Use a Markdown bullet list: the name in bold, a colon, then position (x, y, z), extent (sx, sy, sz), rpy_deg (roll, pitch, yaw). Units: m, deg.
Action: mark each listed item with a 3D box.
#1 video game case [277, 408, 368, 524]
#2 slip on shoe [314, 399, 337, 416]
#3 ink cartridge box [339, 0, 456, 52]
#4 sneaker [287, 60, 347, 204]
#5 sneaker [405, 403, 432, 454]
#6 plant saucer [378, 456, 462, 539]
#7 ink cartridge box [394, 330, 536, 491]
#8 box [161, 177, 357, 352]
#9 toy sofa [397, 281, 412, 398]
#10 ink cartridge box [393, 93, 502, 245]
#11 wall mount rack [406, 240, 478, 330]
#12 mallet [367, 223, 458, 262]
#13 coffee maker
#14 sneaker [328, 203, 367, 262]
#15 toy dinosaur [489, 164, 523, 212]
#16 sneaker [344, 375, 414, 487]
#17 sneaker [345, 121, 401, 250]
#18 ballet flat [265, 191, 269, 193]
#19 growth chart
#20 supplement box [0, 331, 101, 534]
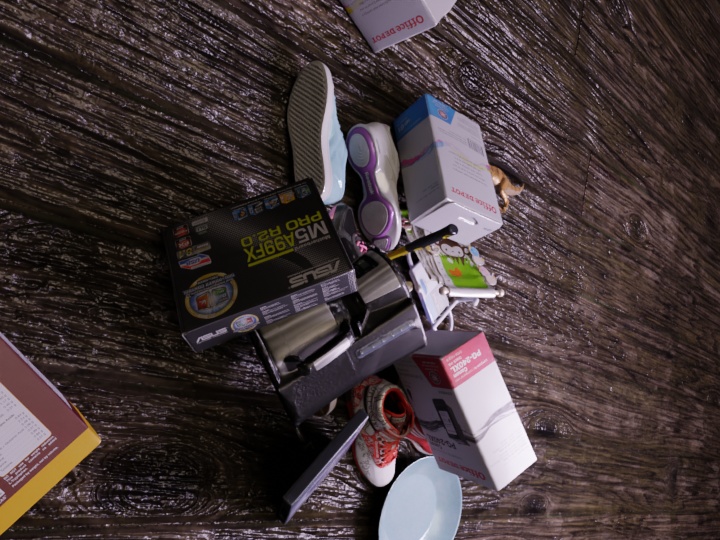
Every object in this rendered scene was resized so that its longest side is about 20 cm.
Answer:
- **video game case**: position (-0.055, 0.272, 0.747), extent (0.019, 0.201, 0.143), rpy_deg (39, 61, 14)
- **slip on shoe**: position (-0.066, 0.110, 0.796), extent (0.060, 0.075, 0.203), rpy_deg (-26, 104, -52)
- **ink cartridge box**: position (0.045, -0.466, 0.810), extent (0.200, 0.146, 0.147), rpy_deg (48, 63, -29)
- **sneaker**: position (-0.056, -0.195, 0.800), extent (0.082, 0.073, 0.204), rpy_deg (1, 90, -61)
- **sneaker**: position (0.138, 0.281, 0.928), extent (0.199, 0.115, 0.079), rpy_deg (26, 76, -35)
- **plant saucer**: position (0.097, 0.419, 0.950), extent (0.199, 0.038, 0.205), rpy_deg (-2, 94, -38)
- **ink cartridge box**: position (0.143, 0.194, 0.787), extent (0.083, 0.145, 0.202), rpy_deg (-26, 96, -26)
- **box**: position (-0.122, -0.014, 0.648), extent (0.197, 0.161, 0.045), rpy_deg (-20, 144, -7)
- **toy sofa**: position (0.079, 0.110, 0.898), extent (0.097, 0.082, 0.202), rpy_deg (-33, 111, -31)
- **ink cartridge box**: position (0.140, -0.158, 0.887), extent (0.143, 0.084, 0.203), rpy_deg (16, 56, -38)
- **wall mount rack**: position (0.130, 0.043, 0.927), extent (0.174, 0.074, 0.202), rpy_deg (-41, 116, -44)
- **mallet**: position (0.074, -0.029, 0.820), extent (0.065, 0.198, 0.042), rpy_deg (14, 67, -42)
- **coffee maker**: position (-0.027, 0.095, 0.707), extent (0.198, 0.135, 0.194), rpy_deg (-27, 138, -15)
- **sneaker**: position (0.000, 0.000, 0.807), extent (0.079, 0.094, 0.204), rpy_deg (-9, 93, -69)
- **toy dinosaur**: position (0.268, -0.162, 1.051), extent (0.198, 0.060, 0.108), rpy_deg (24, 76, -36)
- **sneaker**: position (0.038, 0.261, 0.854), extent (0.067, 0.107, 0.205), rpy_deg (-20, 104, -35)
- **sneaker**: position (0.039, -0.133, 0.863), extent (0.099, 0.074, 0.203), rpy_deg (-33, 120, -50)
- **ballet flat**: position (-0.150, -0.009, 0.734), extent (0.072, 0.072, 0.202), rpy_deg (39, 69, -32)
- **growth chart**: position (0.142, -0.030, 0.899), extent (0.143, 0.018, 0.201), rpy_deg (-5, 51, -32)
- **supplement box**: position (-0.394, 0.145, 0.495), extent (0.197, 0.132, 0.201), rpy_deg (-44, 117, -28)
